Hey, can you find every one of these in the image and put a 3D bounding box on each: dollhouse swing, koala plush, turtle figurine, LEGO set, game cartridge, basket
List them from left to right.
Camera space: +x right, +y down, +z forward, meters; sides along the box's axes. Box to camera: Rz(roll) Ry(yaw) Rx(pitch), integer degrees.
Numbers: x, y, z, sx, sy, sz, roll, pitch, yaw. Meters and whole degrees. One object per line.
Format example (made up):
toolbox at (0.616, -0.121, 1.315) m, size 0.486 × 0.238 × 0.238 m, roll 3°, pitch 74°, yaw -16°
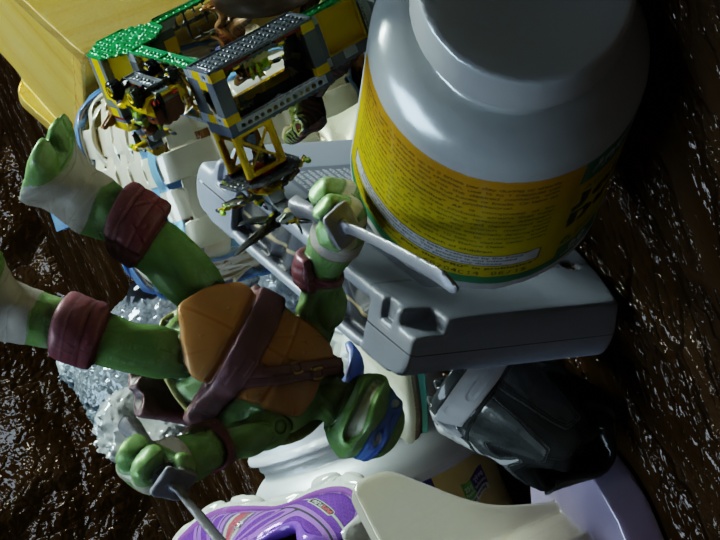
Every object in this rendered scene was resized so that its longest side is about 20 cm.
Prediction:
dollhouse swing at (-0.155, -0.186, 1.730) m, size 0.176 × 0.182 × 0.200 m, roll 63°, pitch 169°, yaw 13°
turtle figurine at (-0.064, 0.017, 1.216) m, size 0.194 × 0.144 × 0.200 m, roll 27°, pitch -164°, yaw 1°
koala plush at (-0.095, 0.054, 1.889) m, size 0.177 × 0.200 × 0.184 m, roll 47°, pitch 157°, yaw 58°
basket at (-0.076, -0.063, 1.670) m, size 0.139 × 0.176 × 0.200 m, roll 69°, pitch 160°, yaw 1°
LEGO set at (-0.018, -0.079, 1.369) m, size 0.154 × 0.200 × 0.116 m, roll 11°, pitch 128°, yaw 51°
game cartridge at (0.026, -0.009, 1.381) m, size 0.200 × 0.133 × 0.041 m, roll 40°, pitch 130°, yaw 49°

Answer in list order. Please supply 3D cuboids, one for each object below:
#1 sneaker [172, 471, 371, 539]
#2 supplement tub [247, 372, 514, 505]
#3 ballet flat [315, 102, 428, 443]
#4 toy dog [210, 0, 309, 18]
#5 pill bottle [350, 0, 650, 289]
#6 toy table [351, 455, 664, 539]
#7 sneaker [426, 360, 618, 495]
sneaker at (-0.064, 0.165, 1.623) m, size 0.200 × 0.083 × 0.081 m, roll -31°, pitch 86°, yaw 47°
supplement tub at (0.024, 0.164, 1.704) m, size 0.200 × 0.145 × 0.145 m, roll 67°, pitch 169°, yaw -4°
ballet flat at (0.000, 0.000, 1.525) m, size 0.069 × 0.069 × 0.200 m, roll 88°, pitch 180°, yaw -60°
toy dog at (-0.045, -0.181, 1.219) m, size 0.200 × 0.194 × 0.140 m, roll -102°, pitch 1°, yaw -75°
pill bottle at (0.056, -0.075, 1.179) m, size 0.200 × 0.113 × 0.113 m, roll 100°, pitch 145°, yaw -70°
toy table at (0.086, 0.172, 1.517) m, size 0.184 × 0.117 × 0.200 m, roll 60°, pitch 166°, yaw 30°
sneaker at (0.085, 0.074, 1.441) m, size 0.090 × 0.066 × 0.200 m, roll 36°, pitch -179°, yaw 6°
